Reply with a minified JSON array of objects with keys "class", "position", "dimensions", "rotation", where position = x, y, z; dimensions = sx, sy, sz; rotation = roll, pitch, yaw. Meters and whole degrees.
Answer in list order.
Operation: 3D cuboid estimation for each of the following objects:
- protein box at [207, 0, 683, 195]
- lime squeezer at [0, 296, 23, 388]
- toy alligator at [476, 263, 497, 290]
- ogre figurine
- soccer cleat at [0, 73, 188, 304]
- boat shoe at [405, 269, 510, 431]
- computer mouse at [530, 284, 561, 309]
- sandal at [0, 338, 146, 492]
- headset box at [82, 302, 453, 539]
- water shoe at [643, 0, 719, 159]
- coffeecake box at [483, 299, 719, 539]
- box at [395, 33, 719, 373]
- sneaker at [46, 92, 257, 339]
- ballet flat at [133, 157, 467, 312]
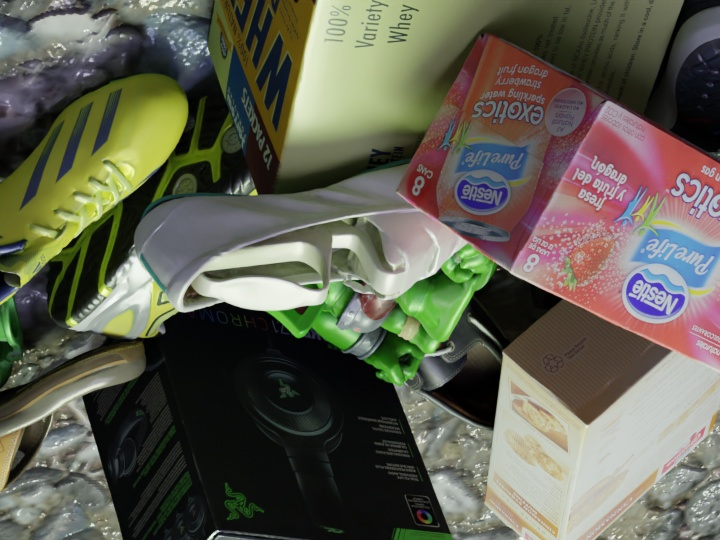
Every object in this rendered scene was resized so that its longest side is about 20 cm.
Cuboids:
[{"class":"protein box","position":[0.043,-0.147,1.270],"dimensions":[0.199,0.135,0.199],"rotation":[-5,138,-19]},{"class":"lime squeezer","position":[-0.226,0.030,1.437],"dimensions":[0.070,0.038,0.200],"rotation":[31,124,-7]},{"class":"toy alligator","position":[0.097,-0.070,1.447],"dimensions":[0.054,0.059,0.200],"rotation":[35,124,1]},{"class":"ogre figurine","position":[0.000,0.000,1.388],"dimensions":[0.119,0.200,0.099],"rotation":[24,85,-4]},{"class":"soccer cleat","position":[-0.169,-0.028,1.335],"dimensions":[0.200,0.084,0.065],"rotation":[-36,125,4]},{"class":"boat shoe","position":[0.041,0.037,1.529],"dimensions":[0.072,0.068,0.200],"rotation":[-33,137,16]},{"class":"computer mouse","position":[0.172,-0.063,1.499],"dimensions":[0.140,0.046,0.200],"rotation":[-19,150,-35]},{"class":"sandal","position":[-0.207,0.099,1.459],"dimensions":[0.199,0.080,0.054],"rotation":[-25,96,15]},{"class":"headset box","position":[-0.055,0.126,1.480],"dimensions":[0.173,0.201,0.093],"rotation":[12,131,-32]},{"class":"water shoe","position":[0.183,-0.108,1.325],"dimensions":[0.071,0.079,0.200],"rotation":[5,159,-7]},{"class":"coffeecake box","position":[0.159,0.077,1.549],"dimensions":[0.153,0.073,0.200],"rotation":[-39,156,-22]},{"class":"box","position":[0.130,-0.029,1.237],"dimensions":[0.200,0.103,0.095],"rotation":[24,99,-43]},{"class":"sneaker","position":[-0.094,-0.031,1.393],"dimensions":[0.076,0.076,0.200],"rotation":[19,136,-39]},{"class":"ballet flat","position":[-0.013,-0.010,1.242],"dimensions":[0.199,0.070,0.070],"rotation":[-7,138,-17]}]
